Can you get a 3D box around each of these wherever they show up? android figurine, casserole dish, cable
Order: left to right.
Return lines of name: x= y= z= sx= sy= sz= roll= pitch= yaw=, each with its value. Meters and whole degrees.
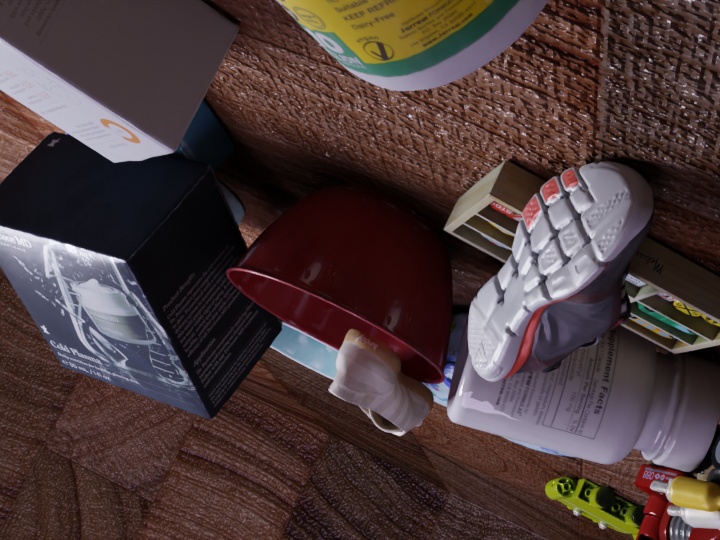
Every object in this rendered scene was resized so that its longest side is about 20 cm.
casserole dish: x=-0.177 y=-0.132 z=1.062 sx=0.120 sy=0.039 sz=0.200 roll=23 pitch=166 yaw=18
android figurine: x=0.364 y=0.358 z=1.936 sx=0.180 sy=0.041 sz=0.200 roll=28 pitch=166 yaw=-3
cable: x=0.310 y=0.179 z=0.950 sx=0.096 sy=0.051 sz=0.199 roll=30 pitch=165 yaw=-23

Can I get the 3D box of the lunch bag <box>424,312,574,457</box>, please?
lunch bag: x=0.152 y=0.117 z=1.295 sx=0.198 sy=0.083 sz=0.160 roll=30 pitch=165 yaw=-17

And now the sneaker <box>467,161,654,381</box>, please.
sneaker: x=0.138 y=0.003 z=0.809 sx=0.081 sy=0.078 sz=0.200 roll=6 pitch=148 yaw=-21

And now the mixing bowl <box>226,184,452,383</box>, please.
mixing bowl: x=0.000 y=0.000 z=1.058 sx=0.198 sy=0.110 sz=0.200 roll=25 pitch=169 yaw=5

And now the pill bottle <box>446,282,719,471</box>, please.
pill bottle: x=0.176 y=0.089 z=1.017 sx=0.197 sy=0.116 sz=0.114 roll=15 pitch=168 yaw=0

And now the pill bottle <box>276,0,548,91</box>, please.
pill bottle: x=-0.019 y=-0.159 z=0.432 sx=0.112 sy=0.114 sz=0.200 roll=15 pitch=164 yaw=43

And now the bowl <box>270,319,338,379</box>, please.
bowl: x=-0.029 y=0.036 z=1.279 sx=0.199 sy=0.106 sz=0.201 roll=25 pitch=168 yaw=6

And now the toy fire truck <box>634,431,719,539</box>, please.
toy fire truck: x=0.301 y=0.244 z=1.205 sx=0.128 sy=0.202 sz=0.176 roll=30 pitch=168 yaw=-20

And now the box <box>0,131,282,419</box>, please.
box: x=-0.201 y=0.002 z=1.133 sx=0.198 sy=0.124 sz=0.198 roll=13 pitch=140 yaw=34

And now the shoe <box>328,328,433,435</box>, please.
shoe: x=0.013 y=0.102 z=1.070 sx=0.069 sy=0.054 sz=0.200 roll=22 pitch=167 yaw=20

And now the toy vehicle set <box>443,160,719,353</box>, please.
toy vehicle set: x=0.163 y=-0.005 z=0.889 sx=0.198 sy=0.027 sz=0.124 roll=28 pitch=168 yaw=-4

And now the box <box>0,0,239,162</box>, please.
box: x=-0.199 y=-0.165 z=0.828 sx=0.199 sy=0.098 sz=0.124 roll=33 pitch=166 yaw=-26

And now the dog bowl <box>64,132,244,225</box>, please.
dog bowl: x=-0.222 y=-0.071 z=1.310 sx=0.198 sy=0.080 sz=0.200 roll=25 pitch=168 yaw=6
